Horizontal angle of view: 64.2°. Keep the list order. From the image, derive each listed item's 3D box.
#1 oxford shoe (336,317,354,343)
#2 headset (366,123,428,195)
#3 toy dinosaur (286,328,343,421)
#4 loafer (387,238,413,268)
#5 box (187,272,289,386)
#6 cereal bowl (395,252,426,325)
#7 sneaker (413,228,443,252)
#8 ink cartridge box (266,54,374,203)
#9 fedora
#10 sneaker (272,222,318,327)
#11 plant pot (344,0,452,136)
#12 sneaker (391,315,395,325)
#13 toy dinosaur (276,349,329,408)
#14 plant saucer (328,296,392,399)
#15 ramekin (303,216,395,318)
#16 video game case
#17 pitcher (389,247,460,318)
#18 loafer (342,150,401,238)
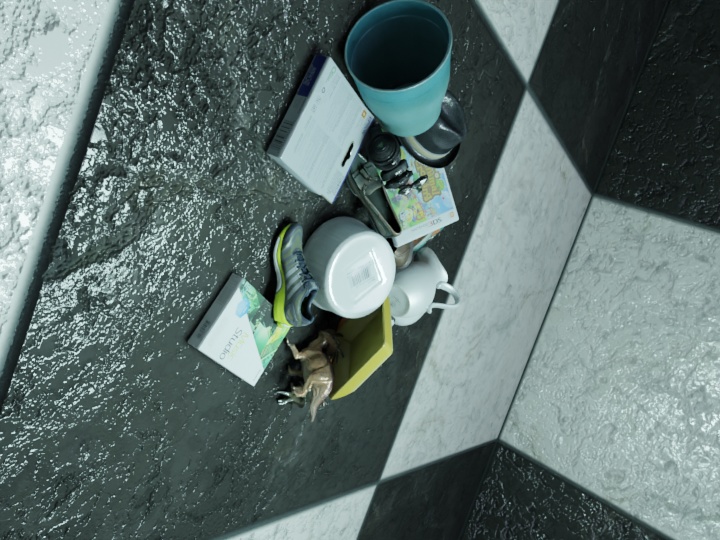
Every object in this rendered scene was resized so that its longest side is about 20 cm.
[{"bbox_3d":[-0.026,0.212,1.392,0.071,0.072,0.206,-23,128,-49],"label":"oxford shoe"},{"bbox_3d":[0.073,-0.218,1.145,0.092,0.203,0.124,-25,133,12],"label":"headset"},{"bbox_3d":[-0.087,0.209,1.230,0.131,0.205,0.086,-6,153,-12],"label":"toy dinosaur"},{"bbox_3d":[0.088,-0.111,1.316,0.070,0.071,0.206,22,64,-54],"label":"loafer"},{"bbox_3d":[-0.218,0.116,1.075,0.146,0.036,0.201,-59,149,-15],"label":"box"},{"bbox_3d":[0.145,0.058,1.551,0.199,0.082,0.205,-36,137,-42],"label":"cereal bowl"},{"bbox_3d":[0.178,-0.112,1.505,0.201,0.070,0.081,-51,146,-21],"label":"sneaker"},{"bbox_3d":[-0.068,-0.255,1.068,0.204,0.040,0.199,-64,149,-6],"label":"ink cartridge box"},{"bbox_3d":[0.165,-0.327,1.244,0.196,0.091,0.207,5,81,-30],"label":"fedora"},{"bbox_3d":[-0.117,0.011,1.098,0.073,0.079,0.207,-16,108,-61],"label":"sneaker"},{"bbox_3d":[0.085,-0.366,1.100,0.203,0.197,0.189,-58,157,-13],"label":"plant pot"},{"bbox_3d":[0.036,0.141,1.405,0.083,0.071,0.201,-51,166,-13],"label":"sneaker"},{"bbox_3d":[-0.098,0.246,1.303,0.201,0.076,0.103,-51,158,-18],"label":"toy dinosaur"},{"bbox_3d":[0.009,0.160,1.245,0.048,0.202,0.200,30,121,-20],"label":"plant saucer"},{"bbox_3d":[-0.020,-0.001,1.189,0.196,0.097,0.207,-12,111,-33],"label":"ramekin"},{"bbox_3d":[0.122,-0.180,1.286,0.179,0.022,0.205,-23,100,-25],"label":"video game case"},{"bbox_3d":[0.149,0.050,1.378,0.199,0.171,0.122,-33,163,-50],"label":"pitcher"},{"bbox_3d":[0.032,-0.158,1.187,0.071,0.062,0.203,-38,113,-21],"label":"loafer"}]
